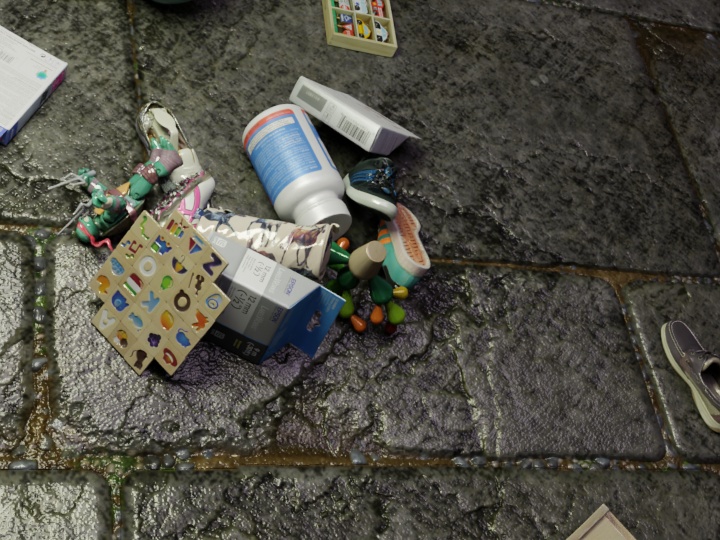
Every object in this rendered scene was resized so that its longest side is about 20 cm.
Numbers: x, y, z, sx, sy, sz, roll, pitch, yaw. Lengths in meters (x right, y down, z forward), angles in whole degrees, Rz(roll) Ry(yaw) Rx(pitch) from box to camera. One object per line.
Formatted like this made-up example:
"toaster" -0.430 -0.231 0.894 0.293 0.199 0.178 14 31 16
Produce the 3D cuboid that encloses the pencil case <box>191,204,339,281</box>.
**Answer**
"pencil case" -0.130 -0.038 1.566 0.197 0.078 0.091 8 75 9

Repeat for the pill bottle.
"pill bottle" -0.091 -0.139 1.722 0.111 0.113 0.201 -11 61 -31

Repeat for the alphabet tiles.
"alphabet tiles" -0.260 0.029 1.481 0.166 0.200 0.006 44 18 11

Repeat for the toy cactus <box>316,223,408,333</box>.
"toy cactus" 0.000 0.000 1.630 0.200 0.165 0.102 47 60 0

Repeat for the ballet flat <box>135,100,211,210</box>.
"ballet flat" -0.274 -0.169 1.689 0.071 0.072 0.202 -17 65 -33

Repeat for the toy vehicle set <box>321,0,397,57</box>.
"toy vehicle set" -0.007 -0.473 2.064 0.123 0.027 0.202 7 54 -21

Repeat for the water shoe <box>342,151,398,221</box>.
"water shoe" 0.020 -0.134 1.730 0.071 0.079 0.200 30 7 -21

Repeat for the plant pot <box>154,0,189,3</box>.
"plant pot" -0.310 -0.514 1.862 0.198 0.134 0.203 4 74 -14

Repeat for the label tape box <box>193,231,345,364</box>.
"label tape box" -0.137 0.053 1.539 0.198 0.144 0.066 28 48 -3

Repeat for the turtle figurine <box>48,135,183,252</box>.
"turtle figurine" -0.340 -0.104 1.590 0.200 0.101 0.149 -41 35 -17

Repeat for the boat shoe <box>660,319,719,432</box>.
"boat shoe" 0.549 0.158 1.838 0.071 0.065 0.202 -5 58 -26

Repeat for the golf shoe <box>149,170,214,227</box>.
"golf shoe" -0.258 -0.052 1.609 0.092 0.072 0.201 46 59 -22

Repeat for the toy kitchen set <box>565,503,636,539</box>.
"toy kitchen set" 0.305 0.439 1.515 0.200 0.180 0.163 -43 73 0

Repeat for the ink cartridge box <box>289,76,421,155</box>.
"ink cartridge box" -0.005 -0.237 1.830 0.162 0.057 0.200 34 8 18

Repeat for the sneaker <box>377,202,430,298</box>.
"sneaker" 0.048 -0.036 1.746 0.071 0.080 0.201 29 26 -23

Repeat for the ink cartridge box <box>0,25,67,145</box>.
"ink cartridge box" -0.523 -0.259 1.656 0.118 0.042 0.201 29 46 -3
